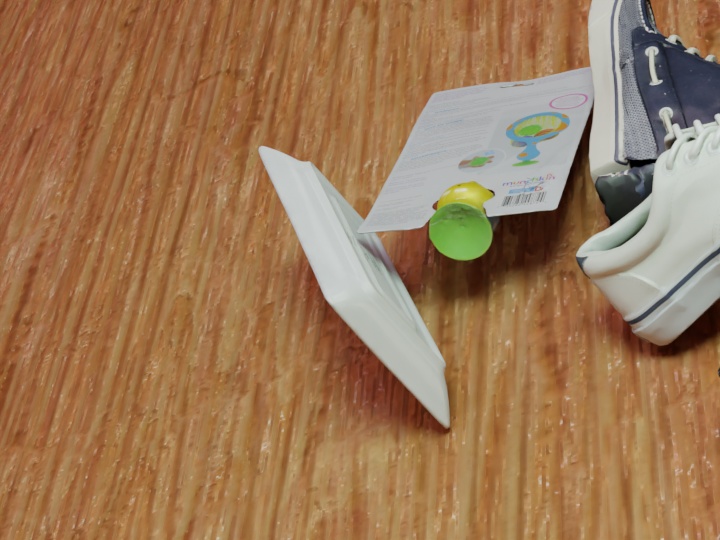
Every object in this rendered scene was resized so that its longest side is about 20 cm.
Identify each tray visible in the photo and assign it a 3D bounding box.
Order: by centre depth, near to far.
[{"bbox_3d":[0.000,0.000,1.144,0.022,0.107,0.200,-40,29,7],"label":"tray"}]

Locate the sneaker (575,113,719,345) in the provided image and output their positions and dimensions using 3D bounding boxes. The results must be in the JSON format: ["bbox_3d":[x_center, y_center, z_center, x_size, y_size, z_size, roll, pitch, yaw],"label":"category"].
[{"bbox_3d":[0.180,-0.045,1.005,0.200,0.071,0.073,-50,7,29],"label":"sneaker"}]

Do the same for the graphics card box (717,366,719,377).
[{"bbox_3d":[0.261,-0.006,0.982,0.125,0.051,0.200,-5,38,38],"label":"graphics card box"}]

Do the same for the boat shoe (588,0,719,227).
[{"bbox_3d":[0.182,-0.101,1.184,0.093,0.075,0.200,-12,42,17],"label":"boat shoe"}]

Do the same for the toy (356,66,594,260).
[{"bbox_3d":[0.079,-0.058,1.213,0.115,0.047,0.200,-7,22,19],"label":"toy"}]
